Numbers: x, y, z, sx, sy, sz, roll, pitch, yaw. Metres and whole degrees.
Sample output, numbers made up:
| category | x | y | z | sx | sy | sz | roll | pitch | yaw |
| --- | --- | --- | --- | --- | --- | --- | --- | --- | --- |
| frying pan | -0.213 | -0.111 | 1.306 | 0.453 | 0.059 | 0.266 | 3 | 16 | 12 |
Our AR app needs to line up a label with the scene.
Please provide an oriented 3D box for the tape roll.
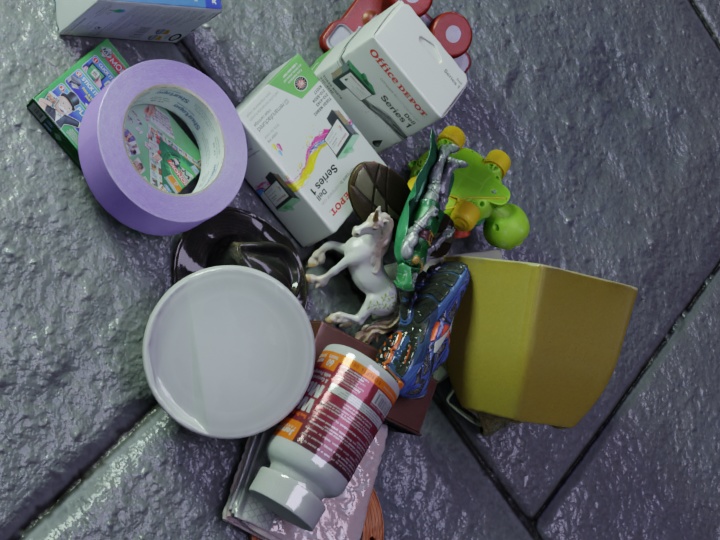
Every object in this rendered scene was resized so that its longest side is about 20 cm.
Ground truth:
| category | x | y | z | sx | sy | sz | roll | pitch | yaw |
| --- | --- | --- | --- | --- | --- | --- | --- | --- | --- |
| tape roll | -0.237 | -0.148 | 1.461 | 0.198 | 0.065 | 0.204 | 11 | 71 | -33 |

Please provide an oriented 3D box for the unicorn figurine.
| category | x | y | z | sx | sy | sz | roll | pitch | yaw |
| --- | --- | --- | --- | --- | --- | --- | --- | --- | --- |
| unicorn figurine | 0.000 | 0.000 | 1.566 | 0.074 | 0.136 | 0.201 | -93 | 157 | -53 |

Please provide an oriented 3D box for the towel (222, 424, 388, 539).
| category | x | y | z | sx | sy | sz | roll | pitch | yaw |
| --- | --- | --- | --- | --- | --- | --- | --- | --- | --- |
| towel | -0.062 | 0.252 | 1.510 | 0.190 | 0.032 | 0.203 | 30 | 63 | -26 |

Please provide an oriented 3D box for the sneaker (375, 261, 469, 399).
| category | x | y | z | sx | sy | sz | roll | pitch | yaw |
| --- | --- | --- | --- | --- | --- | --- | --- | --- | --- |
| sneaker | 0.086 | 0.076 | 1.558 | 0.078 | 0.075 | 0.202 | 45 | 69 | -42 |

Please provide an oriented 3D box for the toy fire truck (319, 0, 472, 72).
| category | x | y | z | sx | sy | sz | roll | pitch | yaw |
| --- | --- | --- | --- | --- | --- | --- | --- | --- | --- |
| toy fire truck | 0.056 | -0.321 | 1.739 | 0.200 | 0.112 | 0.169 | 41 | 82 | -18 |

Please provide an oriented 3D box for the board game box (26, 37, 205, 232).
| category | x | y | z | sx | sy | sz | roll | pitch | yaw |
| --- | --- | --- | --- | --- | --- | --- | --- | --- | --- |
| board game box | -0.294 | -0.166 | 1.483 | 0.201 | 0.029 | 0.135 | 51 | 54 | -13 |

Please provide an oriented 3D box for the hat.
| category | x | y | z | sx | sy | sz | roll | pitch | yaw |
| --- | --- | --- | --- | --- | --- | --- | --- | --- | --- |
| hat | -0.134 | 0.005 | 1.517 | 0.198 | 0.081 | 0.204 | 9 | 73 | -32 |

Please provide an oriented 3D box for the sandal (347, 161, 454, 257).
| category | x | y | z | sx | sy | sz | roll | pitch | yaw |
| --- | --- | --- | --- | --- | --- | --- | --- | --- | --- |
| sandal | 0.049 | -0.079 | 1.610 | 0.199 | 0.054 | 0.083 | 26 | 85 | -40 |

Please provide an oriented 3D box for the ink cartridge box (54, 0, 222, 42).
| category | x | y | z | sx | sy | sz | roll | pitch | yaw |
| --- | --- | --- | --- | --- | --- | --- | --- | --- | --- |
| ink cartridge box | -0.260 | -0.337 | 1.486 | 0.197 | 0.136 | 0.078 | -1 | 83 | -35 |

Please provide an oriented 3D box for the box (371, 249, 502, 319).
| category | x | y | z | sx | sy | sz | roll | pitch | yaw |
| --- | --- | --- | --- | --- | --- | --- | --- | --- | --- |
| box | 0.108 | 0.018 | 1.686 | 0.198 | 0.082 | 0.070 | -8 | 84 | -35 |

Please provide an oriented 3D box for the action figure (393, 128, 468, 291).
| category | x | y | z | sx | sy | sz | roll | pitch | yaw |
| --- | --- | --- | --- | --- | --- | --- | --- | --- | --- |
| action figure | 0.086 | -0.064 | 1.556 | 0.118 | 0.054 | 0.203 | 48 | 58 | -56 |

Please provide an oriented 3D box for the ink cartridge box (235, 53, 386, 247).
| category | x | y | z | sx | sy | sz | roll | pitch | yaw |
| --- | --- | --- | --- | --- | --- | --- | --- | --- | --- |
| ink cartridge box | -0.078 | -0.157 | 1.599 | 0.201 | 0.084 | 0.145 | 50 | 55 | -15 |

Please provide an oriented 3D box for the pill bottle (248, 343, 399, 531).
| category | x | y | z | sx | sy | sz | roll | pitch | yaw |
| --- | --- | --- | --- | --- | --- | --- | --- | --- | --- |
| pill bottle | -0.044 | 0.199 | 1.440 | 0.109 | 0.109 | 0.202 | 39 | 70 | -20 |

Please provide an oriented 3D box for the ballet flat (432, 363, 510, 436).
| category | x | y | z | sx | sy | sz | roll | pitch | yaw |
| --- | --- | --- | --- | --- | --- | --- | --- | --- | --- |
| ballet flat | 0.135 | 0.150 | 1.685 | 0.201 | 0.070 | 0.071 | 52 | 55 | -12 |

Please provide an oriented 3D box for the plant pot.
| category | x | y | z | sx | sy | sz | roll | pitch | yaw |
| --- | --- | --- | --- | --- | --- | --- | --- | --- | --- |
| plant pot | 0.222 | 0.099 | 1.606 | 0.192 | 0.194 | 0.204 | 12 | 88 | -36 |

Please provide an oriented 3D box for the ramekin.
| category | x | y | z | sx | sy | sz | roll | pitch | yaw |
| --- | --- | --- | --- | --- | --- | --- | --- | --- | --- |
| ramekin | -0.157 | 0.090 | 1.428 | 0.199 | 0.094 | 0.206 | -1 | 97 | -9 |

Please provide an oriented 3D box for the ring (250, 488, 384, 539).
| category | x | y | z | sx | sy | sz | roll | pitch | yaw |
| --- | --- | --- | --- | --- | --- | --- | --- | --- | --- |
| ring | -0.055 | 0.326 | 1.525 | 0.198 | 0.019 | 0.204 | 10 | 73 | -33 |

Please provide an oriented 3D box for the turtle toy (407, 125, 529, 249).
| category | x | y | z | sx | sy | sz | roll | pitch | yaw |
| --- | --- | --- | --- | --- | --- | --- | --- | --- | --- |
| turtle toy | 0.152 | -0.102 | 1.721 | 0.198 | 0.102 | 0.146 | 29 | 58 | 10 |

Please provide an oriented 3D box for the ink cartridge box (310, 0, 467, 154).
| category | x | y | z | sx | sy | sz | roll | pitch | yaw |
| --- | --- | --- | --- | --- | --- | --- | --- | --- | --- |
| ink cartridge box | 0.026 | -0.248 | 1.625 | 0.146 | 0.199 | 0.085 | 46 | 56 | -15 |

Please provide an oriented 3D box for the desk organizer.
| category | x | y | z | sx | sy | sz | roll | pitch | yaw |
| --- | --- | --- | --- | --- | --- | --- | --- | --- | --- |
| desk organizer | -0.001 | 0.140 | 1.571 | 0.198 | 0.071 | 0.078 | 29 | 76 | -26 |
